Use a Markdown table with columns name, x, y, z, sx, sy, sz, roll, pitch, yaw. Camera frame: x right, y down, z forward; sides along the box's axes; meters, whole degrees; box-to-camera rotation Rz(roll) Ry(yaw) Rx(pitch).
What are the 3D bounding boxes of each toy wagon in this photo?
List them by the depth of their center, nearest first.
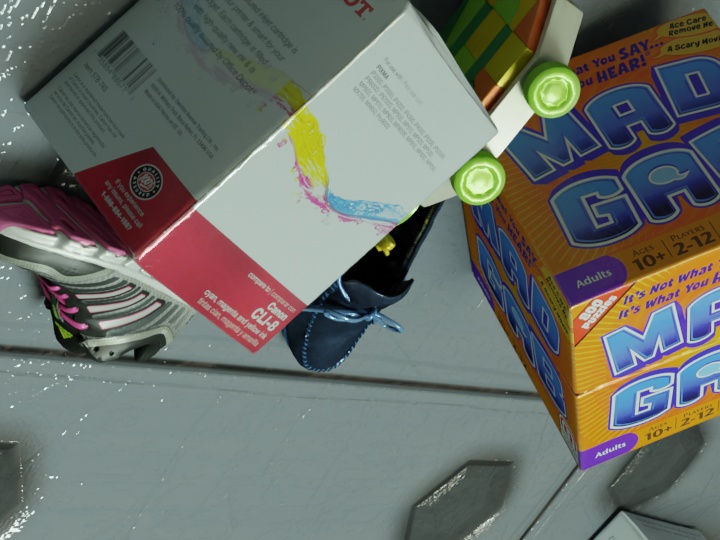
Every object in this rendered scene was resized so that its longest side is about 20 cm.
| name | x | y | z | sx | sy | sz | roll | pitch | yaw |
| --- | --- | --- | --- | --- | --- | --- | --- | --- | --- |
| toy wagon | 0.059 | -0.097 | 1.052 | 0.040 | 0.155 | 0.200 | 33 | 106 | -26 |

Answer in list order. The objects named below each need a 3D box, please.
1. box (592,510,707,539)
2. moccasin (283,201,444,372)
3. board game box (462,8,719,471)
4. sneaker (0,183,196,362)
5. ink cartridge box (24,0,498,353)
| name | x | y | z | sx | sy | sz | roll | pitch | yaw |
| --- | --- | --- | --- | --- | --- | --- | --- | --- | --- |
| box | 0.335 | 0.377 | 1.776 | 0.131 | 0.200 | 0.199 | -49 | 144 | 15 |
| moccasin | 0.000 | 0.000 | 1.170 | 0.080 | 0.068 | 0.200 | -10 | 135 | -36 |
| board game box | 0.200 | -0.021 | 1.188 | 0.200 | 0.200 | 0.200 | -21 | 142 | -6 |
| sneaker | -0.167 | 0.011 | 1.022 | 0.087 | 0.074 | 0.200 | -54 | 148 | 9 |
| ink cartridge box | -0.053 | -0.087 | 0.960 | 0.200 | 0.145 | 0.145 | -42 | 144 | 3 |
